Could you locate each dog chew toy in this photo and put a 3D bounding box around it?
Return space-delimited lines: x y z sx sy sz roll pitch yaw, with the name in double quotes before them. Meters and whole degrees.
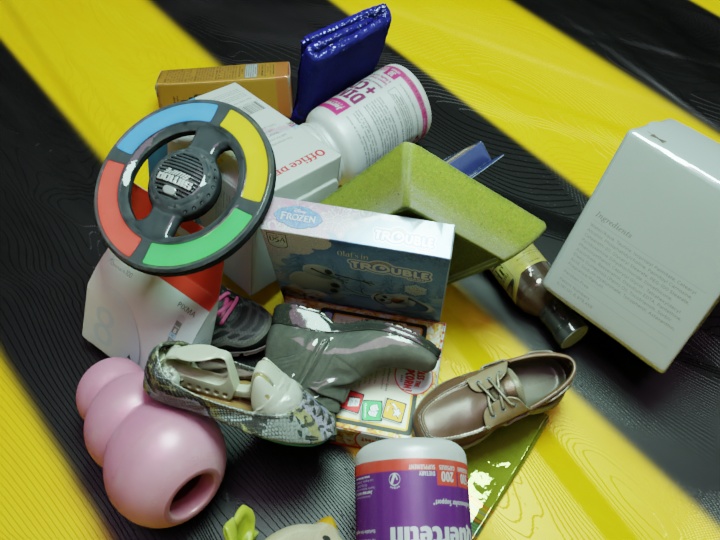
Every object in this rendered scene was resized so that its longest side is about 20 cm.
"dog chew toy" -0.227 0.165 0.731 0.124 0.126 0.199 -37 54 -23

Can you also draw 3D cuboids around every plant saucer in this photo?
"plant saucer" 0.069 -0.040 0.783 0.197 0.198 0.049 25 63 -24

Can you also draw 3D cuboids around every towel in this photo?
"towel" 0.121 0.209 0.758 0.085 0.018 0.200 32 61 19
"towel" -0.036 -0.273 0.981 0.147 0.201 0.050 -37 80 -24

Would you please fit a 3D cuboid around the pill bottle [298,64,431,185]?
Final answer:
"pill bottle" -0.006 -0.190 0.974 0.198 0.115 0.113 -36 62 -23

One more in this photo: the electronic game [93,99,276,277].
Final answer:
"electronic game" -0.181 -0.089 0.726 0.194 0.042 0.205 -3 66 8

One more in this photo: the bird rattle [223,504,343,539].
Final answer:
"bird rattle" -0.062 0.312 0.642 0.160 0.114 0.202 -14 58 -30

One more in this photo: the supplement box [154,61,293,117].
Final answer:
"supplement box" -0.198 -0.263 1.046 0.194 0.068 0.070 -5 37 -5

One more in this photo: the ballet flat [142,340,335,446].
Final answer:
"ballet flat" -0.116 0.112 0.675 0.195 0.073 0.073 15 56 4

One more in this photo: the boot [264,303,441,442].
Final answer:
"boot" -0.019 0.120 0.746 0.194 0.068 0.134 10 68 6

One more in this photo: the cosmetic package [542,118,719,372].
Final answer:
"cosmetic package" 0.340 -0.035 0.785 0.165 0.203 0.166 38 34 24

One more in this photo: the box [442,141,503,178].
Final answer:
"box" 0.082 -0.104 0.877 0.120 0.199 0.033 -35 98 -22

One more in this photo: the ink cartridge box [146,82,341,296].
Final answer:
"ink cartridge box" -0.146 -0.106 0.876 0.198 0.148 0.146 36 47 25

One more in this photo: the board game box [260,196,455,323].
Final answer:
"board game box" 0.000 0.000 0.790 0.194 0.200 0.044 9 64 7

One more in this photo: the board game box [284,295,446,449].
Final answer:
"board game box" -0.008 0.119 0.803 0.194 0.047 0.154 10 56 6

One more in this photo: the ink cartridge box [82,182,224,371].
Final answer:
"ink cartridge box" -0.231 0.026 0.777 0.158 0.204 0.047 30 32 21

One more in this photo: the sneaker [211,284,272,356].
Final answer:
"sneaker" -0.190 0.033 0.836 0.196 0.088 0.074 24 58 15

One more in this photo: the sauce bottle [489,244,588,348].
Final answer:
"sauce bottle" 0.203 0.005 0.871 0.063 0.065 0.202 -23 57 -16

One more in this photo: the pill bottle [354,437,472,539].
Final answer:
"pill bottle" 0.050 0.265 0.650 0.109 0.113 0.205 -1 67 -1

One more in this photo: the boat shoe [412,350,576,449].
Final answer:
"boat shoe" 0.144 0.129 0.746 0.196 0.072 0.077 -20 69 -22
